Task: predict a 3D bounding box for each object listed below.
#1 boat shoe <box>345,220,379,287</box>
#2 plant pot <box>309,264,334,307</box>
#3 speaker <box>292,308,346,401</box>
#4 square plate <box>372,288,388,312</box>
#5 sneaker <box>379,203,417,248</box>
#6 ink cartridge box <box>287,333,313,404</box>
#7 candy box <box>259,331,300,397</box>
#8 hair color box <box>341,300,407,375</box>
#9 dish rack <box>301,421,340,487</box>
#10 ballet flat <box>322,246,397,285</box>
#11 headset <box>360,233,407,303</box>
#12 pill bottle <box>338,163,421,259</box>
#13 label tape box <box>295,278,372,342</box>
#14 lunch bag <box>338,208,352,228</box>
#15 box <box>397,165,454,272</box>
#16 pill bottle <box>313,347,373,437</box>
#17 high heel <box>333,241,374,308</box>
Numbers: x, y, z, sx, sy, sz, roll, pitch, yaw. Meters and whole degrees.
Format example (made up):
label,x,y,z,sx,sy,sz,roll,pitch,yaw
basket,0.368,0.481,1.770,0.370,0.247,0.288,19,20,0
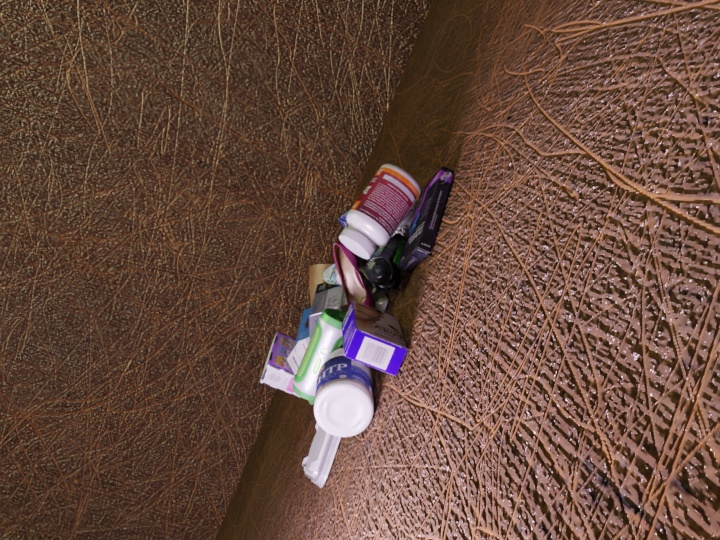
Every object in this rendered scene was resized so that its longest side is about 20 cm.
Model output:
label,x,y,z,sx,sy,sz,roll,pitch,yaw
boat shoe,0.015,-0.052,1.826,0.063,0.072,0.201,121,130,-70
plant pot,-0.061,0.100,1.950,0.186,0.185,0.202,139,139,-74
speaker,-0.085,0.190,1.612,0.089,0.088,0.201,-96,28,-74
square plate,0.012,0.141,1.788,0.200,0.028,0.199,-114,46,-79
sneaker,0.094,-0.089,1.741,0.201,0.072,0.071,107,169,-45
ink cartridge box,-0.107,0.246,1.857,0.084,0.145,0.200,-23,-14,-26
candy box,-0.168,0.277,2.023,0.168,0.199,0.072,-82,15,-63
hair color box,0.025,0.130,1.423,0.200,0.109,0.065,-108,41,-78
dish rack,-0.092,0.419,1.700,0.200,0.043,0.173,135,155,-74
ballet flat,0.000,0.000,1.719,0.199,0.075,0.074,-23,24,15
headset,0.063,0.016,1.606,0.201,0.094,0.124,-60,-18,-9
pill bottle,0.041,-0.131,1.614,0.201,0.113,0.113,-55,5,-13
label tape box,-0.075,0.086,1.772,0.199,0.064,0.145,-18,28,16
lunch bag,0.039,-0.154,2.016,0.150,0.094,0.200,-37,11,-8
box,0.141,-0.108,1.547,0.143,0.036,0.201,129,160,-67
pill bottle,-0.033,0.242,1.479,0.200,0.119,0.120,-93,26,-72
high heel,-0.024,0.033,1.636,0.067,0.096,0.201,-25,67,20
